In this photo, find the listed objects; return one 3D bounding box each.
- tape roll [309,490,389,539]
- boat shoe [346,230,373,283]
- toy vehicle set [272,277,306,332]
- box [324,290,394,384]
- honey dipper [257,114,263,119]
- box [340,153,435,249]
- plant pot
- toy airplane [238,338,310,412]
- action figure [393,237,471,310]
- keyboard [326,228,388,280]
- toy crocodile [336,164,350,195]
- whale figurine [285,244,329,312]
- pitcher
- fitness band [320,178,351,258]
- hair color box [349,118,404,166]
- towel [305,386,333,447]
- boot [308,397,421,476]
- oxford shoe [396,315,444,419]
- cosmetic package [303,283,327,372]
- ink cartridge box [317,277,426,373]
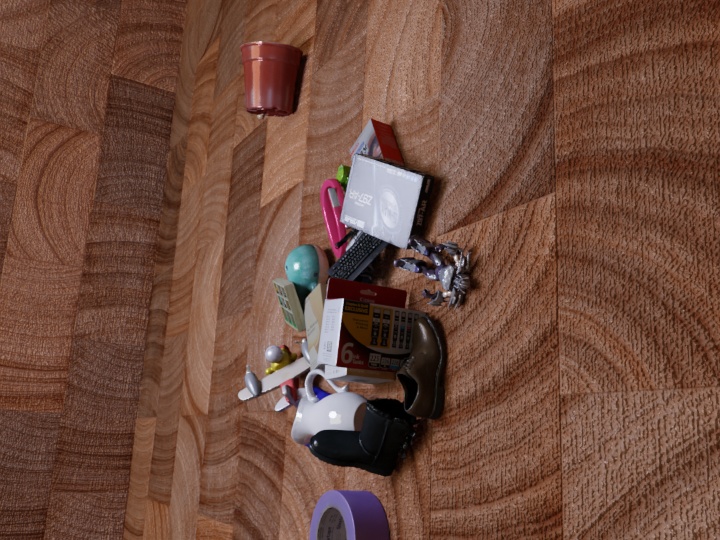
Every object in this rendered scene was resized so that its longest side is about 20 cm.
[{"bbox_3d":[-0.026,0.566,1.495,0.200,0.085,0.201,-30,55,53],"label":"tape roll"},{"bbox_3d":[0.000,0.000,1.652,0.068,0.072,0.201,15,87,48],"label":"boat shoe"},{"bbox_3d":[-0.188,0.088,1.882,0.200,0.026,0.125,-169,60,-74],"label":"toy vehicle set"},{"bbox_3d":[0.001,0.138,1.549,0.097,0.124,0.201,-23,61,56],"label":"box"},{"bbox_3d":[-0.309,-0.570,2.428,0.200,0.038,0.038,-31,54,57],"label":"honey dipper"},{"bbox_3d":[0.054,-0.152,1.544,0.199,0.043,0.161,26,110,36],"label":"box"},{"bbox_3d":[-0.285,-0.596,2.250,0.200,0.200,0.197,8,95,61],"label":"plant pot"},{"bbox_3d":[-0.196,0.255,1.794,0.198,0.142,0.200,-3,35,44],"label":"toy airplane"},{"bbox_3d":[0.150,0.000,1.391,0.200,0.069,0.131,35,106,55],"label":"action figure"},{"bbox_3d":[-0.001,-0.062,1.610,0.200,0.021,0.127,-46,45,-5],"label":"keyboard"},{"bbox_3d":[-0.016,-0.198,1.747,0.062,0.067,0.200,-63,33,28],"label":"toy crocodile"},{"bbox_3d":[-0.153,0.029,1.877,0.159,0.103,0.201,48,129,54],"label":"whale figurine"},{"bbox_3d":[-0.057,0.304,1.572,0.199,0.121,0.173,-9,76,44],"label":"pitcher"},{"bbox_3d":[-0.060,-0.131,1.772,0.144,0.037,0.201,118,139,-70],"label":"fitness band"},{"bbox_3d":[0.041,-0.245,1.668,0.111,0.064,0.201,-52,40,38],"label":"hair color box"},{"bbox_3d":[-0.097,0.366,1.721,0.200,0.049,0.149,4,85,61],"label":"towel"},{"bbox_3d":[0.009,0.320,1.412,0.074,0.197,0.163,-77,5,-57],"label":"boot"},{"bbox_3d":[0.113,0.181,1.378,0.073,0.084,0.201,-32,52,55],"label":"oxford shoe"},{"bbox_3d":[-0.081,0.144,1.744,0.105,0.071,0.201,-49,41,43],"label":"cosmetic package"},{"bbox_3d":[0.026,0.112,1.432,0.084,0.199,0.177,-4,78,59],"label":"ink cartridge box"}]
